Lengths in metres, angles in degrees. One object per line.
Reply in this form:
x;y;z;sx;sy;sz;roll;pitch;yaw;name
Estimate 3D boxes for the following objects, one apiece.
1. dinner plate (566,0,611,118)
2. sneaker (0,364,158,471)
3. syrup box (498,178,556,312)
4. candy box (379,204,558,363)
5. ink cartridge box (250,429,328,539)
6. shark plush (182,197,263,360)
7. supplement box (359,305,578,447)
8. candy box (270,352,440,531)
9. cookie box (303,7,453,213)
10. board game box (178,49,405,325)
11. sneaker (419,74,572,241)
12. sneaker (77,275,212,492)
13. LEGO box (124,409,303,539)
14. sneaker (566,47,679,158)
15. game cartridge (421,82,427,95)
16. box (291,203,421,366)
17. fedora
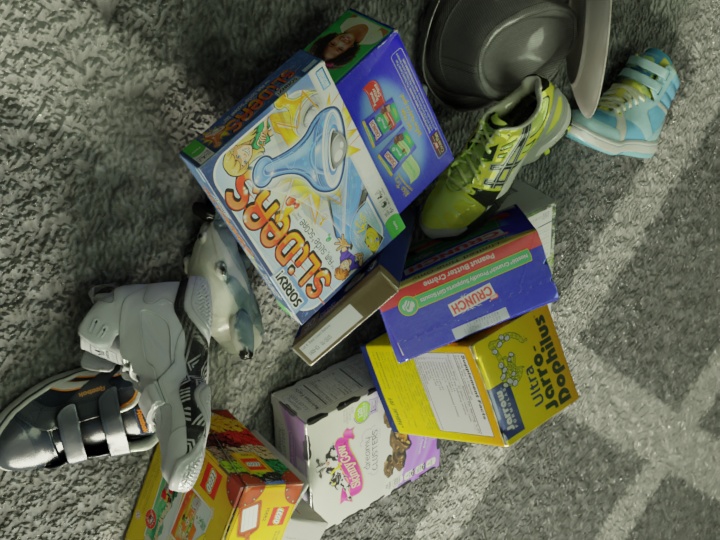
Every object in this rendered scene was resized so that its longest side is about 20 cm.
0.240;-0.264;1.131;0.024;0.201;0.202;2;121;1;dinner plate
-0.239;0.132;0.975;0.199;0.079;0.079;-28;131;-26;sneaker
0.178;0.001;1.276;0.078;0.081;0.202;-24;129;-28;syrup box
0.103;0.007;1.085;0.168;0.200;0.078;-22;100;6;candy box
-0.114;0.290;1.155;0.066;0.116;0.201;24;97;-47;ink cartridge box
-0.135;-0.007;1.025;0.083;0.090;0.202;-31;114;-51;shark plush
0.109;0.104;1.106;0.109;0.199;0.110;-27;101;-30;supplement box
-0.001;0.188;1.229;0.199;0.071;0.169;-23;127;-32;candy box
-0.028;-0.105;0.977;0.200;0.075;0.172;-44;136;-13;cookie box
-0.051;-0.065;0.901;0.135;0.034;0.201;-43;135;-13;board game box
0.125;-0.118;1.071;0.200;0.075;0.076;-49;142;-3;sneaker
-0.188;0.094;0.921;0.114;0.202;0.075;3;148;-10;sneaker
-0.158;0.263;1.073;0.077;0.149;0.202;8;109;-44;LEGO box
0.313;-0.209;1.280;0.199;0.079;0.132;-4;119;-52;sneaker
-0.013;-0.104;1.073;0.199;0.040;0.135;-22;124;-32;game cartridge
0.000;0.000;1.046;0.032;0.200;0.121;43;116;-11;box
0.156;-0.243;1.103;0.199;0.090;0.178;-24;128;-31;fedora
